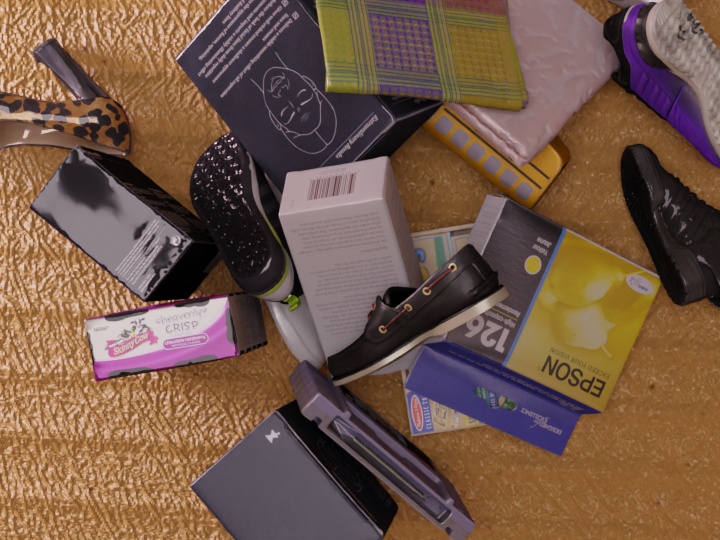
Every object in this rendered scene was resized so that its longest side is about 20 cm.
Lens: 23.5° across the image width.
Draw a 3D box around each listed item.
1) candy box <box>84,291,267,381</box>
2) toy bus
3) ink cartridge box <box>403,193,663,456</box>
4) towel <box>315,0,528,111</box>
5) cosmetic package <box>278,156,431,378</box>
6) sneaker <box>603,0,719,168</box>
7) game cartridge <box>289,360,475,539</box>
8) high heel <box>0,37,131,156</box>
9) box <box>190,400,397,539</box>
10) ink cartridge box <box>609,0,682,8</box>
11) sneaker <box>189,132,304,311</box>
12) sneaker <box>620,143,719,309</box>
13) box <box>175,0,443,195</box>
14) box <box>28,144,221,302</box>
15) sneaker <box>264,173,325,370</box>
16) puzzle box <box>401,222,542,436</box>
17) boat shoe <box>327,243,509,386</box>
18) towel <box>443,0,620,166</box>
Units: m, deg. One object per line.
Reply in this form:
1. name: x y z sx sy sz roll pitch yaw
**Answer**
1. candy box: -0.170 0.059 1.638 0.136 0.200 0.061 -10 89 4
2. toy bus: 0.112 -0.152 1.677 0.200 0.065 0.078 39 108 4
3. ink cartridge box: 0.166 0.057 1.639 0.197 0.047 0.201 24 86 -26
4. towel: 0.055 -0.210 1.576 0.199 0.023 0.144 3 59 -20
5. cosmetic package: 0.000 0.000 1.614 0.101 0.071 0.201 -8 126 12
6. sneaker: 0.296 -0.178 1.651 0.200 0.099 0.070 52 59 -31
7. game cartridge: 0.020 0.167 1.634 0.200 0.130 0.038 41 98 -14
8. high heel: -0.331 -0.119 1.717 0.200 0.071 0.143 -42 80 -5
9. box: -0.056 0.212 1.620 0.107 0.200 0.149 -41 86 3
10. ink cartridge box: 0.245 -0.344 1.661 0.200 0.084 0.146 29 92 4
11. sneaker: -0.103 -0.040 1.645 0.072 0.083 0.200 -33 51 18
12. sneaker: 0.329 -0.037 1.664 0.104 0.060 0.200 -14 72 -15
13. box: -0.048 -0.180 1.644 0.148 0.107 0.200 -42 82 32
14. box: -0.214 -0.042 1.643 0.141 0.200 0.079 41 94 5
15. sneaker: -0.058 -0.003 1.695 0.088 0.075 0.201 -20 86 0
16. puzzle box: 0.099 0.055 1.701 0.133 0.025 0.201 -10 89 6
17. boat shoe: 0.042 0.042 1.560 0.201 0.074 0.063 -33 91 34
18. towel: 0.135 -0.211 1.642 0.191 0.032 0.200 40 54 6
